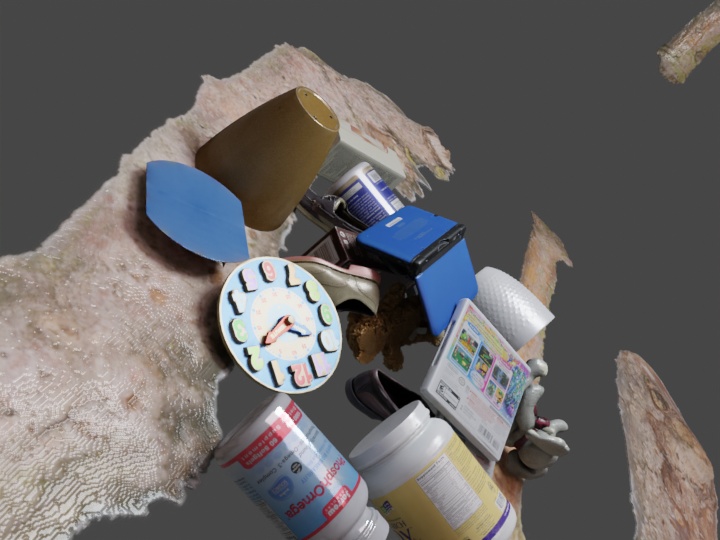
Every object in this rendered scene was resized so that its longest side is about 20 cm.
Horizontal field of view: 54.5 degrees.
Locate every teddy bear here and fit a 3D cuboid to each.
[{"bbox_3d":[0.059,0.090,1.160,0.067,0.200,0.145,25,-41,54],"label":"teddy bear"}]

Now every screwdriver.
[{"bbox_3d":[0.102,0.023,1.202,0.200,0.028,0.029,39,7,-33],"label":"screwdriver"}]

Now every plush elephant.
[{"bbox_3d":[0.301,0.282,1.248,0.155,0.165,0.200,38,56,5],"label":"plush elephant"}]

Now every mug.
[{"bbox_3d":[0.281,0.096,1.482,0.200,0.148,0.175,-34,75,-33],"label":"mug"}]

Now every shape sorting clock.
[{"bbox_3d":[-0.105,0.072,0.961,0.200,0.039,0.200,20,58,-36],"label":"shape sorting clock"}]

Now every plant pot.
[{"bbox_3d":[-0.132,-0.196,1.139,0.186,0.200,0.186,37,30,-26],"label":"plant pot"}]

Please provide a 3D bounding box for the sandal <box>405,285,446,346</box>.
[{"bbox_3d":[0.115,0.060,1.319,0.076,0.043,0.200,-46,122,-47],"label":"sandal"}]

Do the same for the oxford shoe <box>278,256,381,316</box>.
[{"bbox_3d":[-0.062,0.028,1.059,0.200,0.070,0.075,6,62,-14],"label":"oxford shoe"}]

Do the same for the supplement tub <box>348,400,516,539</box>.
[{"bbox_3d":[0.093,0.290,0.930,0.200,0.145,0.145,52,27,3],"label":"supplement tub"}]

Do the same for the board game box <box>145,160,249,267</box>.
[{"bbox_3d":[-0.242,-0.075,1.003,0.158,0.039,0.200,23,32,-34],"label":"board game box"}]

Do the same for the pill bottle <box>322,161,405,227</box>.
[{"bbox_3d":[0.030,-0.101,1.354,0.200,0.116,0.116,51,27,0],"label":"pill bottle"}]

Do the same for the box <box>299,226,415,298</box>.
[{"bbox_3d":[0.000,0.000,1.204,0.200,0.100,0.075,13,46,-48],"label":"box"}]

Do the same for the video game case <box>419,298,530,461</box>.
[{"bbox_3d":[0.192,0.177,1.131,0.200,0.024,0.182,46,55,-25],"label":"video game case"}]

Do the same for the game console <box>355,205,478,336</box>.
[{"bbox_3d":[0.099,-0.007,1.160,0.171,0.118,0.200,23,30,21],"label":"game console"}]

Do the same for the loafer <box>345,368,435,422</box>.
[{"bbox_3d":[0.067,0.211,1.078,0.200,0.063,0.072,33,33,-29],"label":"loafer"}]

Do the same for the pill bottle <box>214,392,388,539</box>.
[{"bbox_3d":[-0.063,0.244,0.793,0.200,0.109,0.109,48,27,-3],"label":"pill bottle"}]

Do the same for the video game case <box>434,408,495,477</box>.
[{"bbox_3d":[0.174,0.258,1.130,0.143,0.018,0.200,35,60,-29],"label":"video game case"}]

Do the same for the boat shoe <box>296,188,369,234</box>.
[{"bbox_3d":[-0.051,-0.105,1.267,0.200,0.065,0.072,44,25,15],"label":"boat shoe"}]

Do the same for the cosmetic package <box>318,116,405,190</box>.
[{"bbox_3d":[-0.014,-0.231,1.467,0.200,0.103,0.087,25,38,-43],"label":"cosmetic package"}]
